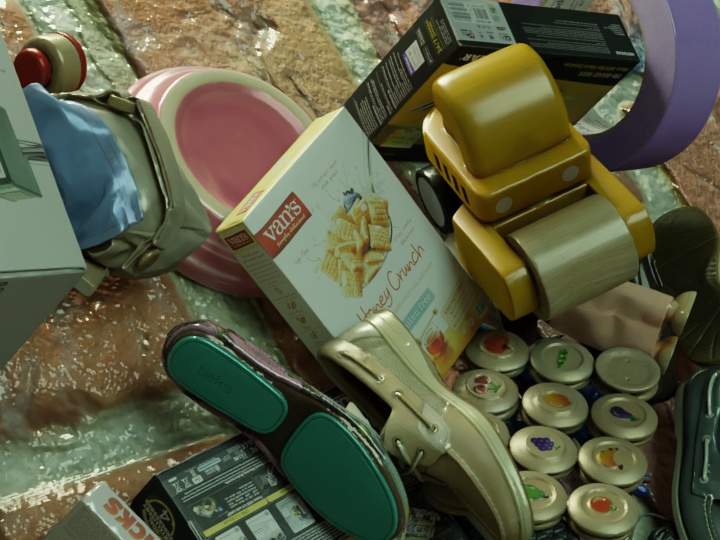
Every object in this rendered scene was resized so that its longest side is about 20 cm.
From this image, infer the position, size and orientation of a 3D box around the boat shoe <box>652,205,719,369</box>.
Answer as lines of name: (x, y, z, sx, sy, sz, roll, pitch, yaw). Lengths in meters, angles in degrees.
boat shoe: (0.294, 0.025, 1.542, 0.065, 0.073, 0.200, 56, 21, -36)

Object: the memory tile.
memory tile: (0.135, 0.113, 1.281, 0.153, 0.017, 0.200, 11, 38, 8)

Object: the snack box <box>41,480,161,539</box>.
snack box: (-0.109, 0.220, 1.083, 0.200, 0.072, 0.024, 46, 43, 0)

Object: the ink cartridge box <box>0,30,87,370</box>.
ink cartridge box: (-0.264, -0.045, 1.112, 0.084, 0.146, 0.200, -4, 62, -40)

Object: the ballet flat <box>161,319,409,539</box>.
ballet flat: (-0.042, 0.097, 1.172, 0.200, 0.069, 0.071, 39, 22, 0)

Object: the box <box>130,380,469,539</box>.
box: (-0.032, 0.175, 1.192, 0.200, 0.049, 0.161, -24, 73, -45)

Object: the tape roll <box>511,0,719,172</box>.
tape roll: (0.215, -0.185, 1.535, 0.066, 0.200, 0.200, -7, 64, -40)

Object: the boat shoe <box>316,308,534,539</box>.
boat shoe: (0.043, 0.113, 1.197, 0.065, 0.072, 0.200, -27, 59, -19)

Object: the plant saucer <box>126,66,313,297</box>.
plant saucer: (-0.094, -0.077, 1.332, 0.200, 0.051, 0.201, 20, 49, -25)

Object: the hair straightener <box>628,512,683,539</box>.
hair straightener: (0.270, 0.221, 1.400, 0.200, 0.041, 0.077, 0, 56, -31)

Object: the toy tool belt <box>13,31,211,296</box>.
toy tool belt: (-0.200, -0.075, 1.201, 0.123, 0.125, 0.200, -19, 71, -53)

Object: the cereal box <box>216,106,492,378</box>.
cereal box: (0.000, 0.000, 1.302, 0.200, 0.040, 0.144, 52, 50, -18)

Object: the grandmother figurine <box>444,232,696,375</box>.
grandmother figurine: (0.156, 0.021, 1.405, 0.200, 0.121, 0.061, 23, 9, 9)

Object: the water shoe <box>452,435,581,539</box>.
water shoe: (0.092, 0.179, 1.272, 0.071, 0.079, 0.200, -11, 38, -21)

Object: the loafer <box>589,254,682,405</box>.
loafer: (0.220, 0.027, 1.487, 0.071, 0.073, 0.200, 25, 52, -50)

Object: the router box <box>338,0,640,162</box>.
router box: (0.105, -0.151, 1.460, 0.200, 0.157, 0.052, -1, 60, -37)

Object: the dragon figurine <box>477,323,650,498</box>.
dragon figurine: (0.146, 0.108, 1.367, 0.200, 0.059, 0.099, 34, 44, -11)

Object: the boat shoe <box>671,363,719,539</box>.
boat shoe: (0.288, 0.158, 1.386, 0.073, 0.062, 0.200, 19, 50, -22)

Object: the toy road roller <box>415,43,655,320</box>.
toy road roller: (0.121, -0.075, 1.330, 0.123, 0.146, 0.200, -25, 45, -11)
